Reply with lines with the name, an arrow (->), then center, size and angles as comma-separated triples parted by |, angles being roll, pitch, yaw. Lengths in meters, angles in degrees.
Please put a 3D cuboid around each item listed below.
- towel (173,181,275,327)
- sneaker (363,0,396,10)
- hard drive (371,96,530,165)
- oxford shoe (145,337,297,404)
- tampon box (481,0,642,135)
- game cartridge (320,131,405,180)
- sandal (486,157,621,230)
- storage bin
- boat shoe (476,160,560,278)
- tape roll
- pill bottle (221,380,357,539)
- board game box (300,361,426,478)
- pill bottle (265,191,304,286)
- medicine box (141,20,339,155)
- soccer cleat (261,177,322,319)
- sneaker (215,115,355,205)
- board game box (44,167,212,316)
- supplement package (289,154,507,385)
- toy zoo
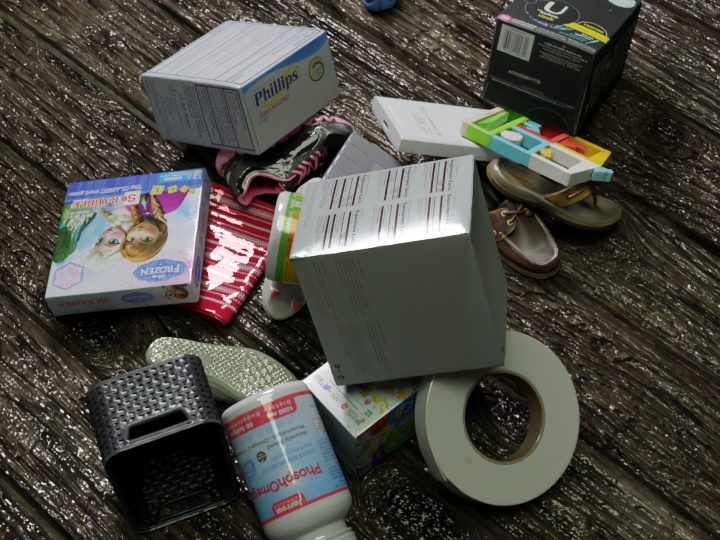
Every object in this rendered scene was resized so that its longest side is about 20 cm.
towel -> -0.192, -0.026, 1.740 | 0.143, 0.023, 0.201 | 21, 59, 16
sneaker -> 0.022, -0.493, 2.013 | 0.070, 0.083, 0.202 | -7, 55, -2
hard drive -> 0.125, -0.189, 1.766 | 0.197, 0.027, 0.132 | 4, 30, -20
oxford shoe -> -0.169, 0.133, 1.612 | 0.197, 0.058, 0.076 | 14, 49, -5
tampon box -> 0.280, -0.308, 1.812 | 0.148, 0.127, 0.200 | 23, 40, 17
game cartridge -> 0.039, -0.078, 1.712 | 0.199, 0.038, 0.130 | 36, 56, -6
sandal -> 0.261, -0.108, 1.710 | 0.198, 0.054, 0.081 | 22, 32, -13
storage bin -> -0.221, 0.198, 1.477 | 0.134, 0.201, 0.094 | -18, 57, -10
boat shoe -> 0.189, -0.073, 1.724 | 0.070, 0.071, 0.200 | -34, 61, -20
tape roll -> 0.159, 0.171, 1.512 | 0.200, 0.037, 0.206 | 2, 84, -20
pill bottle -> -0.075, 0.235, 1.474 | 0.108, 0.109, 0.202 | -21, 79, -12
board game box -> 0.040, 0.133, 1.567 | 0.199, 0.104, 0.105 | -36, 60, -20
pill bottle -> -0.013, -0.026, 1.614 | 0.197, 0.112, 0.112 | 11, 56, -1
medicine box -> -0.163, -0.254, 1.789 | 0.198, 0.104, 0.182 | 14, 40, 38
soccer cleat -> -0.083, -0.026, 1.716 | 0.069, 0.077, 0.202 | 28, 71, -25
sneaker -> -0.094, -0.143, 1.780 | 0.197, 0.079, 0.096 | -19, 53, -6
board game box -> -0.303, -0.040, 1.722 | 0.197, 0.041, 0.201 | -6, 51, 8
supplement package -> 0.049, 0.001, 1.459 | 0.197, 0.193, 0.148 | -8, 38, 14
toy zoo -> 0.245, -0.162, 1.727 | 0.199, 0.021, 0.131 | 29, 31, 23
